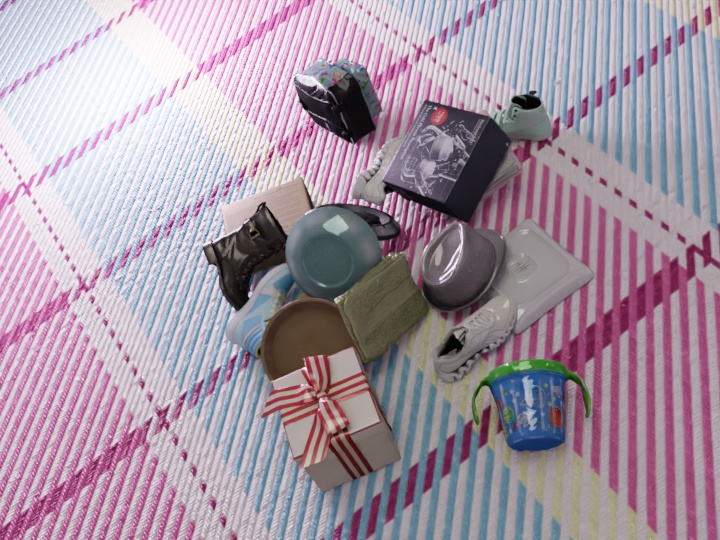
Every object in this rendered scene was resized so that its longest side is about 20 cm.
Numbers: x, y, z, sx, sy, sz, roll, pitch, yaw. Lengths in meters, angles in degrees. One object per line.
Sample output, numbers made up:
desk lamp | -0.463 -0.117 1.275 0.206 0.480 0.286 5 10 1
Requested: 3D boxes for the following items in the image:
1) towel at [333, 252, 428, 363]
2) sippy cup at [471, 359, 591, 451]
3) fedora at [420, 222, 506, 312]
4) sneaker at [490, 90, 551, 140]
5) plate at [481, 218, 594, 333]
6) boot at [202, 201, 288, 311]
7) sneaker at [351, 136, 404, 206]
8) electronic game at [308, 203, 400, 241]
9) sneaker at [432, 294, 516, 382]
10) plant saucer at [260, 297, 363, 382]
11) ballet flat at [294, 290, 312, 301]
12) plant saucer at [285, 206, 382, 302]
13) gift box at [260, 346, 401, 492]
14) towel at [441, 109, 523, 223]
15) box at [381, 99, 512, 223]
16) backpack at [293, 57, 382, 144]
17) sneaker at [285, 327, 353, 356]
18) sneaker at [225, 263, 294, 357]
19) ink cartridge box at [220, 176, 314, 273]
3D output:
towel | 0.045 0.069 1.620 0.036 0.149 0.200 -8 24 49
sippy cup | 0.289 0.234 1.454 0.178 0.140 0.131 -22 57 34
fedora | 0.184 -0.022 1.664 0.177 0.090 0.200 15 70 45
sneaker | 0.310 -0.340 1.865 0.200 0.118 0.074 2 57 21
plate | 0.316 0.000 1.670 0.199 0.032 0.200 -36 52 -8
boot | -0.217 -0.021 1.777 0.174 0.069 0.200 -27 91 6
sneaker | 0.059 -0.214 1.878 0.081 0.075 0.200 26 57 15
electronic game | -0.015 -0.099 1.784 0.199 0.042 0.200 7 19 -2
sneaker | 0.210 0.116 1.580 0.200 0.081 0.075 -45 52 -9
plant saucer | -0.090 0.152 1.629 0.199 0.029 0.201 0 89 9
ballet flat | -0.049 0.021 1.757 0.063 0.069 0.200 40 75 22
plant saucer | -0.059 -0.022 1.668 0.200 0.202 0.039 -1 15 18
gift box | -0.054 0.269 1.498 0.200 0.187 0.185 -27 51 -3
towel | 0.224 -0.222 1.820 0.200 0.032 0.191 -37 51 17
box | 0.177 -0.227 1.767 0.182 0.104 0.200 25 86 41
backpack | -0.058 -0.405 2.000 0.151 0.178 0.200 -44 44 -19
sneaker | -0.063 0.151 1.663 0.200 0.077 0.085 -20 65 9
sneaker | -0.169 0.091 1.730 0.130 0.080 0.200 34 86 36
ink cartridge box | -0.195 -0.096 1.883 0.200 0.075 0.165 -20 50 5
